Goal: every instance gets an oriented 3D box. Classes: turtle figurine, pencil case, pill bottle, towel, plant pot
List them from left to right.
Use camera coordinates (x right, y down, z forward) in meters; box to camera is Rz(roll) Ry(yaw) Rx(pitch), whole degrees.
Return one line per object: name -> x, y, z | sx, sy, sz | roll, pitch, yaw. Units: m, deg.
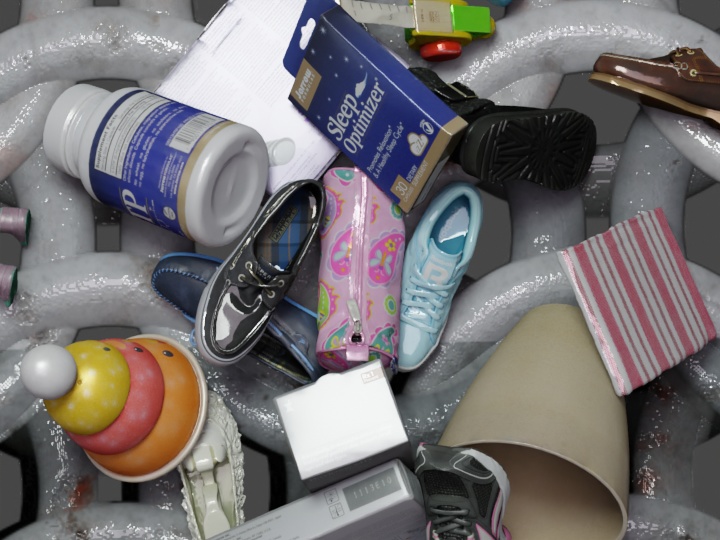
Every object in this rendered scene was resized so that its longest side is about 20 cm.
turtle figurine -> -0.431, -0.032, 1.356 | 0.199, 0.101, 0.151 | 11, 87, -5
pill bottle -> -0.199, -0.108, 1.325 | 0.199, 0.120, 0.120 | 21, 87, 26
pencil case -> 0.000, 0.000, 1.338 | 0.087, 0.087, 0.201 | 3, 71, 0
plant pot -> 0.175, 0.135, 1.300 | 0.186, 0.188, 0.201 | 21, 53, 1
towel -> 0.264, 0.027, 1.325 | 0.030, 0.200, 0.147 | -26, 87, 42

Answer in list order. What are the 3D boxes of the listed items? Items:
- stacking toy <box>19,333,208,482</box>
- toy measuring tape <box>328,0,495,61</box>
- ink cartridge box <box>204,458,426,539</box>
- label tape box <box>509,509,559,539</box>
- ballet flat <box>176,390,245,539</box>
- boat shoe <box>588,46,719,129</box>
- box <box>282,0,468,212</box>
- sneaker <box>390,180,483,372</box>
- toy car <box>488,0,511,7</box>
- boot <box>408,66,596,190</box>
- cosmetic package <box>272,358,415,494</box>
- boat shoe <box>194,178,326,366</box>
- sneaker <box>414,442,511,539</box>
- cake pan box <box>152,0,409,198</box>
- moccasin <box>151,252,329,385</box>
stacking toy -> -0.243, 0.111, 1.281 | 0.145, 0.200, 0.147 | -7, 72, 20
toy measuring tape -> 0.045, -0.242, 1.362 | 0.199, 0.073, 0.074 | -2, 87, -30
ink cartridge box -> -0.027, 0.252, 1.303 | 0.199, 0.174, 0.044 | -24, 65, 6
label tape box -> 0.161, 0.352, 1.352 | 0.144, 0.063, 0.201 | -23, 87, -1
ballet flat -> -0.144, 0.209, 1.358 | 0.071, 0.072, 0.201 | -13, 86, -1
boat shoe -> 0.328, -0.187, 1.380 | 0.199, 0.070, 0.071 | 16, 94, -8
box -> 0.001, -0.160, 1.292 | 0.200, 0.121, 0.032 | 45, 53, 12
sneaker -> 0.066, 0.003, 1.361 | 0.074, 0.082, 0.201 | 17, 87, 1
toy car -> 0.158, -0.383, 1.323 | 0.184, 0.200, 0.177 | -43, 88, -2
boot -> 0.121, -0.142, 1.365 | 0.157, 0.210, 0.080 | 27, 107, 41
cosmetic package -> -0.009, 0.158, 1.290 | 0.106, 0.200, 0.091 | -21, 74, 0
boat shoe -> -0.088, -0.002, 1.299 | 0.070, 0.066, 0.200 | 36, 71, -10
sneaker -> 0.092, 0.236, 1.225 | 0.080, 0.201, 0.087 | -1, 45, 24
cake pan box -> -0.076, -0.190, 1.387 | 0.184, 0.052, 0.200 | 39, 88, -1
moccasin -> -0.115, 0.046, 1.350 | 0.199, 0.081, 0.068 | 23, 47, 2
